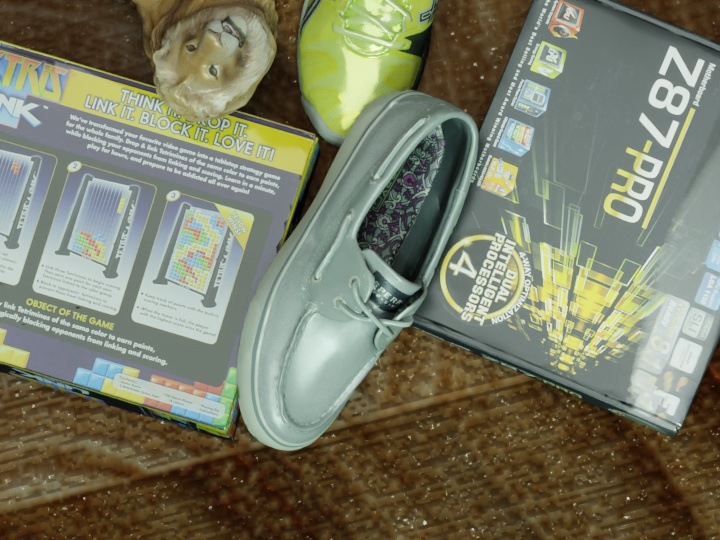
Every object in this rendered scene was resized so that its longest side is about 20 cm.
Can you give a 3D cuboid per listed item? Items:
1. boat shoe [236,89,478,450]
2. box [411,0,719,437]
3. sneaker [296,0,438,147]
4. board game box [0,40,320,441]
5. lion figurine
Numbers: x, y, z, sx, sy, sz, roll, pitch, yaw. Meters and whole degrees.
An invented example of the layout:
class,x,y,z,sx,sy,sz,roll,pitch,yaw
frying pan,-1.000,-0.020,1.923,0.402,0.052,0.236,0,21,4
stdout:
class,x,y,z,sx,sy,sz,roll,pitch,yaw
boat shoe,0.001,0.000,1.543,0.070,0.071,0.202,28,82,-29
box,0.131,-0.034,1.586,0.161,0.049,0.201,24,85,5
sneaker,0.011,-0.164,1.597,0.075,0.076,0.201,14,84,3
board game box,-0.139,-0.018,1.593,0.199,0.057,0.166,17,81,5
lion figurine,-0.108,-0.166,1.592,0.200,0.073,0.123,37,75,28
